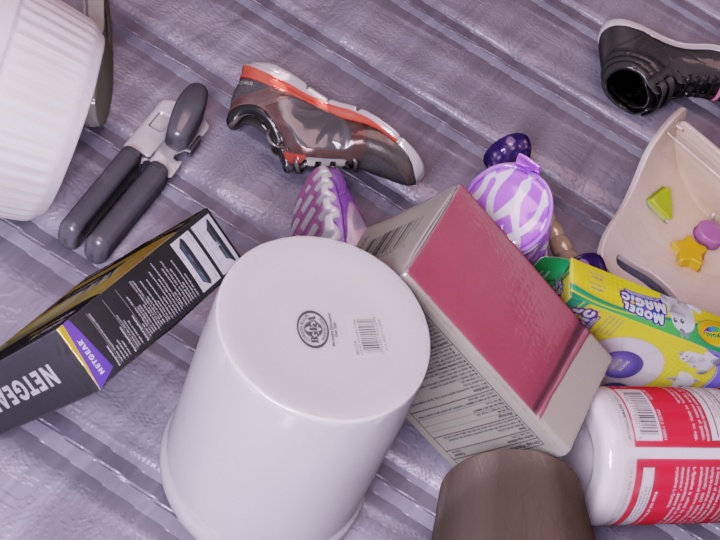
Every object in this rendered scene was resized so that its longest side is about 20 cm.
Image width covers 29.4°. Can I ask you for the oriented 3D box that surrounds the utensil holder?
[{"bbox_3d":[-0.052,0.097,1.013,0.168,0.201,0.172,10,50,-12],"label":"utensil holder"}]

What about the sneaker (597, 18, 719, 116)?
[{"bbox_3d":[0.345,-0.199,1.487,0.198,0.071,0.100,18,50,2],"label":"sneaker"}]

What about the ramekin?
[{"bbox_3d":[-0.279,-0.134,1.122,0.093,0.203,0.204,20,48,-19],"label":"ramekin"}]

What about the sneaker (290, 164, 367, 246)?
[{"bbox_3d":[0.000,0.000,1.196,0.087,0.081,0.202,-2,60,-27],"label":"sneaker"}]

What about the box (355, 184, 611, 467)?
[{"bbox_3d":[0.082,0.052,1.093,0.200,0.127,0.109,47,52,-17],"label":"box"}]

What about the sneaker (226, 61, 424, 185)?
[{"bbox_3d":[-0.037,-0.116,1.290,0.198,0.077,0.083,27,75,3],"label":"sneaker"}]

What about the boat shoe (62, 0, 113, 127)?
[{"bbox_3d":[-0.269,-0.210,1.272,0.070,0.070,0.203,-6,54,-3],"label":"boat shoe"}]

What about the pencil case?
[{"bbox_3d":[0.129,-0.033,1.190,0.084,0.200,0.086,36,86,10],"label":"pencil case"}]

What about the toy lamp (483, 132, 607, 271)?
[{"bbox_3d":[0.181,-0.041,1.304,0.058,0.058,0.201,-10,58,-27],"label":"toy lamp"}]

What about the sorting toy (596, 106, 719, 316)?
[{"bbox_3d":[0.320,-0.024,1.323,0.200,0.107,0.180,43,58,15],"label":"sorting toy"}]

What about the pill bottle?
[{"bbox_3d":[0.266,0.154,1.144,0.197,0.113,0.113,3,52,-19],"label":"pill bottle"}]

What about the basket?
[{"bbox_3d":[0.114,0.245,1.007,0.178,0.137,0.202,13,46,-13],"label":"basket"}]

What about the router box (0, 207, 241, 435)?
[{"bbox_3d":[-0.196,0.042,1.004,0.052,0.199,0.157,54,50,-10],"label":"router box"}]

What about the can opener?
[{"bbox_3d":[-0.193,-0.094,1.200,0.053,0.067,0.201,28,48,4],"label":"can opener"}]

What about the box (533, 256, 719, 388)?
[{"bbox_3d":[0.214,0.060,1.180,0.198,0.118,0.049,21,48,-13],"label":"box"}]
